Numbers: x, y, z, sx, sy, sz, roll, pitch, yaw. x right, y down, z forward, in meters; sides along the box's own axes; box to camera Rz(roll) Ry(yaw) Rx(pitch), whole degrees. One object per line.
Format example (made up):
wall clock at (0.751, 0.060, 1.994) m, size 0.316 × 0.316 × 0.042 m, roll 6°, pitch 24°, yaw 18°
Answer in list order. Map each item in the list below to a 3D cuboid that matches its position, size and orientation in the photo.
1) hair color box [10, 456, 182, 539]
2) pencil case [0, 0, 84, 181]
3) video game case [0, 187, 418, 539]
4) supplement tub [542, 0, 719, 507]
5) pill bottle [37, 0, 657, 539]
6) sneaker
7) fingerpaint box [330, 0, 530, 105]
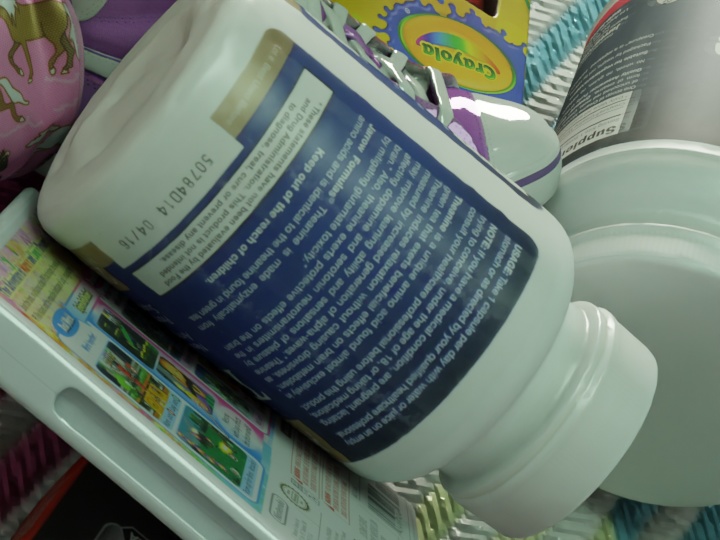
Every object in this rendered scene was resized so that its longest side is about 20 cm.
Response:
hair color box at (-0.092, 0.147, 0.858) m, size 0.101 × 0.061 × 0.200 m, roll 40°, pitch 42°, yaw -6°
pencil case at (-0.178, -0.049, 0.927) m, size 0.083 × 0.087 × 0.200 m, roll 47°, pitch 39°, yaw 14°
video game case at (-0.054, 0.049, 0.915) m, size 0.182 × 0.024 × 0.200 m, roll 40°, pitch 7°, yaw -6°
supplement tub at (0.136, -0.020, 1.114) m, size 0.140 × 0.140 × 0.200 m, roll 35°, pitch 42°, yaw -11°
pill bottle at (0.000, 0.000, 0.955) m, size 0.200 × 0.111 × 0.111 m, roll 39°, pitch 41°, yaw -16°
sneaker at (-0.015, -0.078, 1.013) m, size 0.200 × 0.115 × 0.073 m, roll 5°, pitch 28°, yaw -15°
fingerpaint box at (-0.031, -0.135, 1.122) m, size 0.200 × 0.073 × 0.167 m, roll 27°, pitch 44°, yaw -19°
